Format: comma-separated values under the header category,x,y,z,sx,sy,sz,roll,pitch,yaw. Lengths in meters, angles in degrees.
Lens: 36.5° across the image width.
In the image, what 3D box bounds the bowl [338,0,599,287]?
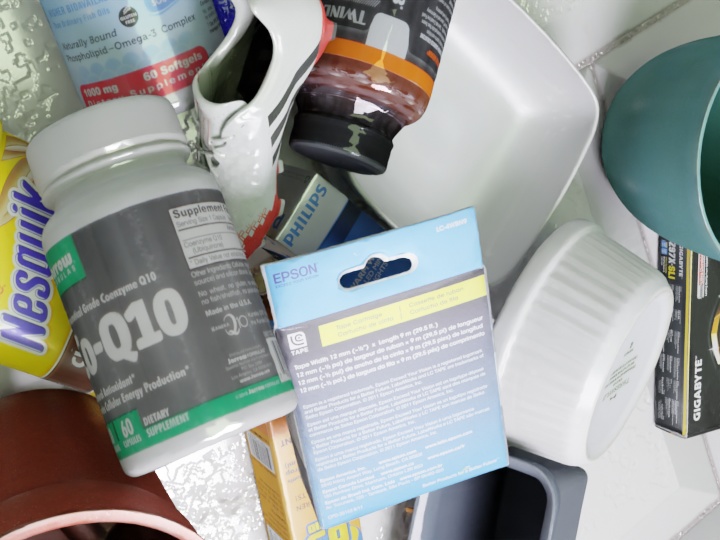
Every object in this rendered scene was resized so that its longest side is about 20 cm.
category,x,y,z,sx,sy,sz,roll,pitch,yaw
bowl,0.079,-0.109,0.880,0.199,0.074,0.202,36,81,-30

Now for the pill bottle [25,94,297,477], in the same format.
category,x,y,z,sx,sy,sz,roll,pitch,yaw
pill bottle,-0.121,0.008,0.651,0.112,0.113,0.203,-19,83,-24

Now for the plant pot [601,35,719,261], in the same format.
category,x,y,z,sx,sy,sz,roll,pitch,yaw
plant pot,0.309,-0.110,0.959,0.197,0.160,0.205,-6,103,-29

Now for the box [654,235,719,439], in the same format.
category,x,y,z,sx,sy,sz,roll,pitch,yaw
box,0.369,0.052,1.092,0.157,0.049,0.204,-9,104,-30

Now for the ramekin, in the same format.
category,x,y,z,sx,sy,sz,roll,pitch,yaw
ramekin,0.184,0.067,0.912,0.202,0.093,0.205,-41,145,-38

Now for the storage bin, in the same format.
category,x,y,z,sx,sy,sz,roll,pitch,yaw
storage bin,0.116,0.244,0.949,0.133,0.144,0.204,2,100,-57

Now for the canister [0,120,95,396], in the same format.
category,x,y,z,sx,sy,sz,roll,pitch,yaw
canister,-0.204,0.000,0.731,0.198,0.086,0.151,25,80,-33

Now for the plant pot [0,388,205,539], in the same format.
category,x,y,z,sx,sy,sz,roll,pitch,yaw
plant pot,-0.194,0.186,0.699,0.197,0.195,0.204,-9,116,-20

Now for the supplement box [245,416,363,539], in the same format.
category,x,y,z,sx,sy,sz,roll,pitch,yaw
supplement box,-0.041,0.185,0.875,0.066,0.069,0.204,-18,110,-24

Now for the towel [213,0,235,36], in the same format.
category,x,y,z,sx,sy,sz,roll,pitch,yaw
towel,-0.063,-0.256,0.784,0.146,0.049,0.203,-23,110,-25

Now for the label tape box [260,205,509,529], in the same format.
category,x,y,z,sx,sy,sz,roll,pitch,yaw
label tape box,0.015,0.057,0.728,0.141,0.066,0.203,-16,116,-10

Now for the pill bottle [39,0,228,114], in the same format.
category,x,y,z,sx,sy,sz,roll,pitch,yaw
pill bottle,-0.161,-0.201,0.705,0.108,0.108,0.203,-28,112,-22

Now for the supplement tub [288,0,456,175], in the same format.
category,x,y,z,sx,sy,sz,roll,pitch,yaw
supplement tub,0.010,-0.172,0.748,0.106,0.106,0.204,17,84,-31

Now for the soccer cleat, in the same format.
category,x,y,z,sx,sy,sz,roll,pitch,yaw
soccer cleat,-0.079,-0.088,0.692,0.085,0.068,0.202,-13,132,-54

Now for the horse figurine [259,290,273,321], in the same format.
category,x,y,z,sx,sy,sz,roll,pitch,yaw
horse figurine,-0.004,0.087,0.800,0.130,0.050,0.203,-19,123,-5

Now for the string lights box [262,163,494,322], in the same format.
category,x,y,z,sx,sy,sz,roll,pitch,yaw
string lights box,0.000,0.000,0.840,0.199,0.102,0.059,38,82,-30
